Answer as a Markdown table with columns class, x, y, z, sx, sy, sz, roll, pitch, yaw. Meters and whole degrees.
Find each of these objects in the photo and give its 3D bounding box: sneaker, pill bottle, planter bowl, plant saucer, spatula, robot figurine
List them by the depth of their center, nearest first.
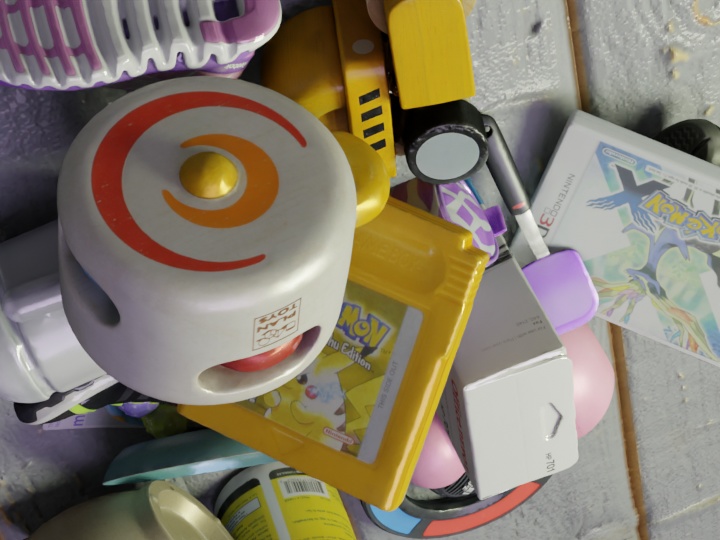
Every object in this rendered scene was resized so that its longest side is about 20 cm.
| class | x | y | z | sx | sy | sz | roll | pitch | yaw |
| --- | --- | --- | --- | --- | --- | --- | --- | --- | --- |
| sneaker | -0.151 | -0.142 | 1.121 | 0.199 | 0.081 | 0.089 | -7 | 161 | -11 |
| robot figurine | -0.202 | 0.021 | 1.229 | 0.199 | 0.113 | 0.170 | -23 | 171 | -3 |
| sneaker | -0.156 | 0.080 | 1.306 | 0.199 | 0.072 | 0.083 | -26 | 116 | -7 |
| spatula | 0.129 | -0.036 | 1.352 | 0.056 | 0.021 | 0.200 | -22 | 120 | 8 |
| plant saucer | -0.108 | 0.142 | 1.397 | 0.199 | 0.028 | 0.200 | -10 | 172 | -1 |
| sneaker | 0.271 | -0.048 | 1.413 | 0.114 | 0.076 | 0.200 | -7 | 139 | -22 |
| planter bowl | -0.174 | 0.259 | 1.435 | 0.135 | 0.200 | 0.200 | -43 | 136 | 10 |
| pill bottle | -0.048 | 0.266 | 1.489 | 0.112 | 0.200 | 0.113 | -13 | 138 | -12 |

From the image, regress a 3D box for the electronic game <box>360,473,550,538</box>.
| class | x | y | z | sx | sy | sz | roll | pitch | yaw |
| --- | --- | --- | --- | --- | --- | --- | --- | --- | --- |
| electronic game | 0.093 | 0.174 | 1.581 | 0.199 | 0.042 | 0.200 | -14 | 137 | -13 |

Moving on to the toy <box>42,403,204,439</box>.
| class | x | y | z | sx | sy | sz | roll | pitch | yaw |
| --- | --- | --- | --- | --- | --- | --- | --- | --- | --- |
| toy | -0.140 | 0.097 | 1.386 | 0.199 | 0.047 | 0.115 | -1 | 132 | -25 |

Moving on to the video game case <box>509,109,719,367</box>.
| class | x | y | z | sx | sy | sz | roll | pitch | yaw |
| --- | --- | --- | --- | --- | --- | --- | --- | --- | --- |
| video game case | 0.226 | -0.020 | 1.362 | 0.199 | 0.022 | 0.183 | 22 | 137 | 1 |

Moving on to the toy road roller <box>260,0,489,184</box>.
| class | x | y | z | sx | sy | sz | roll | pitch | yaw |
| --- | --- | --- | --- | --- | --- | --- | --- | --- | --- |
| toy road roller | 0.002 | -0.146 | 1.152 | 0.145 | 0.123 | 0.200 | -9 | 138 | 0 |

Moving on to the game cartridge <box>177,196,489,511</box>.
| class | x | y | z | sx | sy | sz | roll | pitch | yaw |
| --- | --- | --- | --- | --- | --- | --- | --- | --- | --- |
| game cartridge | -0.021 | 0.040 | 1.198 | 0.032 | 0.176 | 0.201 | -25 | 136 | -66 |

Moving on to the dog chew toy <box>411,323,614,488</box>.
| class | x | y | z | sx | sy | sz | roll | pitch | yaw |
| --- | --- | --- | --- | --- | --- | --- | --- | --- | --- |
| dog chew toy | 0.108 | 0.110 | 1.451 | 0.200 | 0.125 | 0.125 | -32 | 139 | -1 |

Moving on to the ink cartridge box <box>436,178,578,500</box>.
| class | x | y | z | sx | sy | sz | roll | pitch | yaw |
| --- | --- | --- | --- | --- | --- | --- | --- | --- | --- |
| ink cartridge box | 0.084 | 0.046 | 1.324 | 0.086 | 0.200 | 0.147 | -18 | 138 | -7 |

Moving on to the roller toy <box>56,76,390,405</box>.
| class | x | y | z | sx | sy | sz | roll | pitch | yaw |
| --- | --- | --- | --- | --- | --- | --- | --- | --- | --- |
| roller toy | -0.094 | -0.022 | 1.088 | 0.199 | 0.183 | 0.140 | 16 | 144 | 4 |

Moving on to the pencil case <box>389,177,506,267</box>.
| class | x | y | z | sx | sy | sz | roll | pitch | yaw |
| --- | --- | --- | --- | --- | --- | --- | --- | --- | --- |
| pencil case | 0.000 | 0.000 | 1.247 | 0.199 | 0.084 | 0.085 | -25 | 154 | 24 |
